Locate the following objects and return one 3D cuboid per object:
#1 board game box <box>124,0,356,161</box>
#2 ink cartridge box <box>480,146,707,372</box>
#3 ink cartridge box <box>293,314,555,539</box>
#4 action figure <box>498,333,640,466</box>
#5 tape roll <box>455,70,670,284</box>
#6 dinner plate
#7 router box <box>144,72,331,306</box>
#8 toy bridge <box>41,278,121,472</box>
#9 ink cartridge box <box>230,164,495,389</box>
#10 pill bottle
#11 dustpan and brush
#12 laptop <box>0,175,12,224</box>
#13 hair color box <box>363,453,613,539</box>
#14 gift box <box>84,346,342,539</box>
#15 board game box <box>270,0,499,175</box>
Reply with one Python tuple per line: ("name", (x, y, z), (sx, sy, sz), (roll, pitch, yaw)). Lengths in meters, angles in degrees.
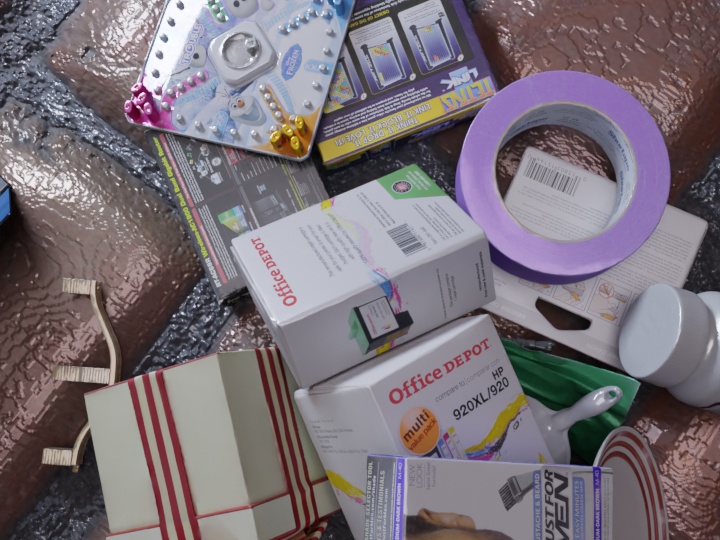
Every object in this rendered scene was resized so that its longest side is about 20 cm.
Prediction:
("board game box", (-0.123, -0.226, 0.877), (0.199, 0.026, 0.201), (13, 77, 10))
("ink cartridge box", (0.227, -0.008, 0.883), (0.199, 0.045, 0.177), (24, 84, 6))
("ink cartridge box", (0.063, 0.163, 0.764), (0.147, 0.144, 0.201), (-26, 93, -32))
("action figure", (0.167, 0.107, 0.857), (0.199, 0.055, 0.119), (25, 122, 18))
("tape roll", (0.194, -0.089, 0.842), (0.199, 0.066, 0.201), (0, 81, 1))
("dinner plate", (0.241, 0.245, 0.787), (0.024, 0.200, 0.201), (-10, 81, 38))
("router box", (-0.116, -0.082, 0.898), (0.149, 0.062, 0.201), (-24, 83, -1))
("toy bridge", (-0.287, 0.110, 0.900), (0.067, 0.027, 0.201), (4, 84, 2))
("ink cartridge box", (0.000, 0.000, 0.788), (0.199, 0.084, 0.145), (-24, 39, -11))
("pill bottle", (0.354, 0.084, 0.808), (0.199, 0.110, 0.110), (18, 84, -14))
("dustpan and brush", (0.168, 0.160, 0.826), (0.057, 0.200, 0.140), (-27, 80, -41))
("laptop", (-0.466, -0.049, 0.883), (0.200, 0.116, 0.187), (43, 86, 7))
("hair color box", (0.101, 0.201, 0.657), (0.199, 0.065, 0.110), (9, 77, -26))
("gift box", (-0.141, 0.182, 0.784), (0.184, 0.200, 0.188), (-20, 81, 30))
("board game box", (0.027, -0.216, 0.912), (0.199, 0.057, 0.166), (-21, 84, 1))
